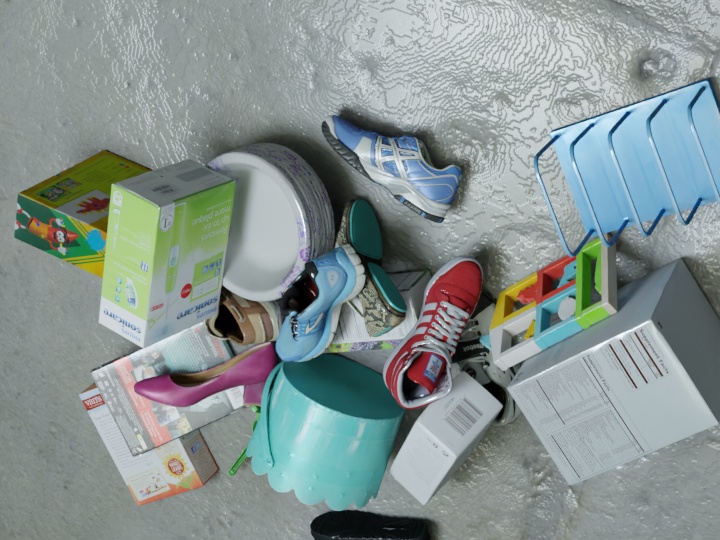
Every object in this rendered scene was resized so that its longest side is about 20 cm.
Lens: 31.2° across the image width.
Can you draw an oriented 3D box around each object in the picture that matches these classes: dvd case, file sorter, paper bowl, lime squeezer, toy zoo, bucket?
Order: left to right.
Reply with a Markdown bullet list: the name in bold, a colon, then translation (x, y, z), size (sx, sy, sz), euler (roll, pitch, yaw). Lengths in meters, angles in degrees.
- **dvd case**: translation (-0.273, 0.169, 1.877), size (0.199, 0.022, 0.146), euler (-25, 100, 7)
- **lime squeezer**: translation (-0.149, 0.224, 1.850), size (0.038, 0.070, 0.200), euler (56, 149, 23)
- **paper bowl**: translation (-0.119, -0.068, 1.693), size (0.200, 0.104, 0.202), euler (13, 113, 34)
- **bucket**: translation (-0.044, 0.210, 1.732), size (0.207, 0.207, 0.135), euler (25, 109, 14)
- **toy zoo**: translation (0.226, 0.045, 1.579), size (0.200, 0.131, 0.020), euler (-31, 119, 32)
- **file sorter**: translation (0.316, -0.111, 1.477), size (0.199, 0.123, 0.139), euler (-17, 102, 30)

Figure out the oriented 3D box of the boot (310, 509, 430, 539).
- **boot**: translation (0.028, 0.437, 1.866), size (0.197, 0.073, 0.163), euler (1, 114, 24)

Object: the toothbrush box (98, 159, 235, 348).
- **toothbrush box**: translation (-0.247, -0.023, 1.645), size (0.086, 0.145, 0.201), euler (27, 120, 27)

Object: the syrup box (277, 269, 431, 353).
- **syrup box**: translation (-0.002, 0.057, 1.717), size (0.199, 0.079, 0.082), euler (-7, 108, 27)

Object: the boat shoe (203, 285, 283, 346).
- **boat shoe**: translation (-0.181, 0.056, 1.765), size (0.200, 0.072, 0.076), euler (14, 121, 55)

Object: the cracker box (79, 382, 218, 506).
- **cracker box**: translation (-0.320, 0.245, 1.955), size (0.134, 0.058, 0.201), euler (-20, 102, 28)

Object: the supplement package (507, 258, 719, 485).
- **supplement package**: translation (0.316, 0.119, 1.529), size (0.200, 0.191, 0.147), euler (-30, 97, 32)

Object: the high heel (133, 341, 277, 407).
- **high heel**: translation (-0.218, 0.141, 1.821), size (0.199, 0.067, 0.096), euler (5, 111, -6)

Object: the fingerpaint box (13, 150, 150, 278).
- **fingerpaint box**: translation (-0.341, -0.075, 1.751), size (0.166, 0.200, 0.074), euler (23, 119, 14)

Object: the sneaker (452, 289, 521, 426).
- **sneaker**: translation (0.156, 0.108, 1.662), size (0.074, 0.088, 0.201), euler (-25, 97, 32)

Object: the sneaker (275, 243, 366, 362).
- **sneaker**: translation (-0.073, 0.043, 1.627), size (0.079, 0.090, 0.200), euler (57, 138, 29)

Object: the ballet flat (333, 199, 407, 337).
- **ballet flat**: translation (0.000, 0.000, 1.646), size (0.075, 0.068, 0.201), euler (-40, 50, 27)

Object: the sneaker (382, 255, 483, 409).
- **sneaker**: translation (0.098, 0.081, 1.590), size (0.071, 0.113, 0.201), euler (27, 101, -12)

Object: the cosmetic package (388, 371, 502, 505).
- **cosmetic package**: translation (0.107, 0.220, 1.668), size (0.074, 0.102, 0.200), euler (42, 152, 11)

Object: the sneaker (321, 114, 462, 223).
- **sneaker**: translation (0.040, -0.143, 1.632), size (0.200, 0.076, 0.077), euler (35, 98, 8)
